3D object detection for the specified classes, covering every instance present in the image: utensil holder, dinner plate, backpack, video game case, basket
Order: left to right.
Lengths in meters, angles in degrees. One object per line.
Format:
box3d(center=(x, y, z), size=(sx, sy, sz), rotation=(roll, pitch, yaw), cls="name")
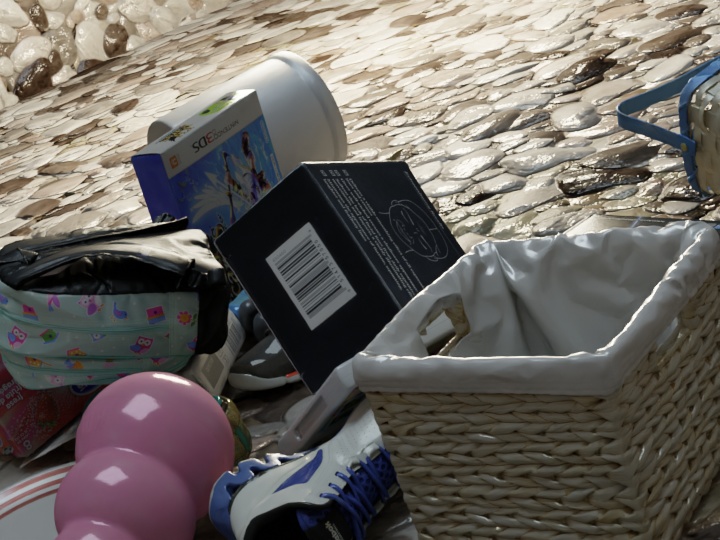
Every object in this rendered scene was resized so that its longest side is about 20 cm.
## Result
box3d(center=(-0.259, 0.213, 1.302), size=(0.198, 0.024, 0.200), rotation=(-17, 18, 6), cls="dinner plate")
box3d(center=(-0.224, 0.030, 1.409), size=(0.198, 0.128, 0.167), rotation=(-5, 17, -17), cls="backpack")
box3d(center=(-0.144, -0.064, 1.687), size=(0.045, 0.202, 0.181), rotation=(-2, 25, 34), cls="video game case")
box3d(center=(-0.143, -0.156, 2.002), size=(0.199, 0.171, 0.169), rotation=(-31, 22, -25), cls="utensil holder")
box3d(center=(0.039, 0.072, 1.269), size=(0.199, 0.024, 0.182), rotation=(-28, -13, -26), cls="video game case")
box3d(center=(0.138, 0.082, 1.080), size=(0.198, 0.162, 0.198), rotation=(-5, 23, 37), cls="basket")
box3d(center=(0.371, -0.154, 1.545), size=(0.175, 0.140, 0.199), rotation=(-28, 31, -24), cls="basket")

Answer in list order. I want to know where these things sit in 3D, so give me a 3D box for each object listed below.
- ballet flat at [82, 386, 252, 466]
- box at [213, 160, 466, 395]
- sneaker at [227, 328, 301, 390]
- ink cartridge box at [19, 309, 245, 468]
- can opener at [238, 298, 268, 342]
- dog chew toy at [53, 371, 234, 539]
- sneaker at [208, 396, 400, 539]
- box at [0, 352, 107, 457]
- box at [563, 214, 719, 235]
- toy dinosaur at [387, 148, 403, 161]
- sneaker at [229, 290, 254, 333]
box3d(center=(-0.164, 0.139, 1.356), size=(0.199, 0.071, 0.070), rotation=(-2, 25, 47), cls="ballet flat")
box3d(center=(0.000, 0.000, 1.304), size=(0.107, 0.149, 0.200), rotation=(-39, -13, 23), cls="box")
box3d(center=(-0.053, 0.042, 1.492), size=(0.077, 0.083, 0.199), rotation=(3, 28, 47), cls="sneaker")
box3d(center=(-0.211, 0.121, 1.508), size=(0.199, 0.050, 0.161), rotation=(-31, 15, 17), cls="ink cartridge box")
box3d(center=(-0.028, 0.005, 1.570), size=(0.199, 0.067, 0.053), rotation=(-22, 38, -30), cls="can opener")
box3d(center=(-0.171, 0.172, 1.186), size=(0.123, 0.125, 0.201), rotation=(-8, 39, 29), cls="dog chew toy")
box3d(center=(-0.008, 0.161, 1.145), size=(0.198, 0.081, 0.115), rotation=(-28, 23, -5), cls="sneaker")
box3d(center=(-0.288, 0.079, 1.523), size=(0.200, 0.095, 0.102), rotation=(-41, 18, -28), cls="box")
box3d(center=(0.229, 0.007, 1.382), size=(0.160, 0.044, 0.199), rotation=(-31, 23, -33), cls="box")
box3d(center=(0.026, -0.043, 1.538), size=(0.058, 0.101, 0.201), rotation=(-30, 56, 19), cls="toy dinosaur")
box3d(center=(-0.086, -0.004, 1.636), size=(0.078, 0.091, 0.200), rotation=(-4, 27, 36), cls="sneaker")
